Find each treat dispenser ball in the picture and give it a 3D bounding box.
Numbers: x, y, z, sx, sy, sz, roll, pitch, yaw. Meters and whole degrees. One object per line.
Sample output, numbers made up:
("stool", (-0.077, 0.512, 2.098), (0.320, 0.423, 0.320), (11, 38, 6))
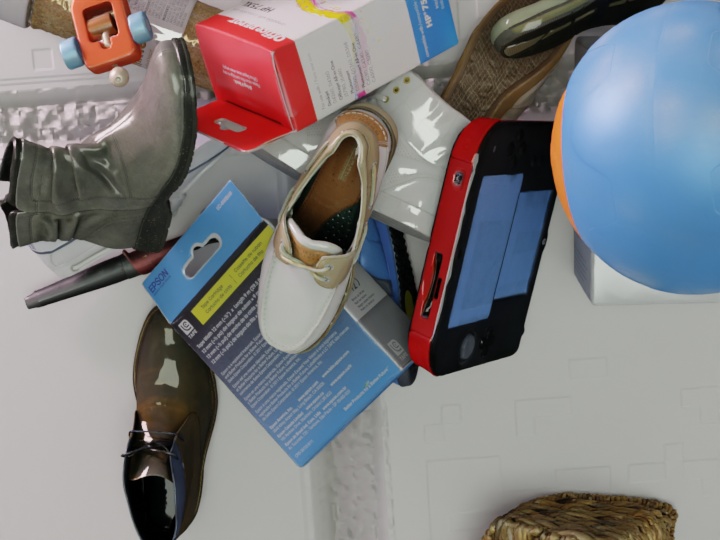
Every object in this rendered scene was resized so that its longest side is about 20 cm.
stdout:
("treat dispenser ball", (0.232, -0.085, 1.124), (0.198, 0.201, 0.204), (0, 102, 0))

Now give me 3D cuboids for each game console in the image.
("game console", (0.107, -0.021, 1.269), (0.031, 0.176, 0.203), (21, 104, 31))

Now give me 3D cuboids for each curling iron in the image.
("curling iron", (-0.186, -0.011, 1.329), (0.198, 0.050, 0.026), (-20, 69, 8))

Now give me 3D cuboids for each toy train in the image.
("toy train", (-0.139, -0.228, 1.212), (0.198, 0.056, 0.152), (-23, 80, 6))

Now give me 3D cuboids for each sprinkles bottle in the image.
("sprinkles bottle", (-0.185, -0.199, 1.273), (0.198, 0.068, 0.069), (19, 102, -5))

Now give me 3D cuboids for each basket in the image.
("basket", (0.175, 0.295, 1.386), (0.141, 0.148, 0.203), (11, 104, 31))

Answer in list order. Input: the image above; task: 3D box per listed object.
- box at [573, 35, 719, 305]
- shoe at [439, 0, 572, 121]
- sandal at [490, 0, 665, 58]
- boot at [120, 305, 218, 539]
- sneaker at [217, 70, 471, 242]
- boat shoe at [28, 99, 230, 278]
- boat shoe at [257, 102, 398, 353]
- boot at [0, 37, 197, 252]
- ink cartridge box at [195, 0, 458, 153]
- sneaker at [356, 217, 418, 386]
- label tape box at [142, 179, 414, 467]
("box", (0.249, -0.083, 1.282), (0.150, 0.106, 0.203), (-1, 102, 0))
("shoe", (0.106, -0.151, 1.295), (0.070, 0.053, 0.201), (37, 87, 6))
("sandal", (0.183, -0.223, 1.243), (0.199, 0.080, 0.058), (-22, 73, -22))
("boot", (-0.157, 0.133, 1.330), (0.074, 0.097, 0.203), (0, 103, -1))
("sneaker", (-0.006, -0.114, 1.249), (0.198, 0.074, 0.117), (26, 87, 7))
("boat shoe", (-0.178, -0.066, 1.309), (0.198, 0.074, 0.066), (-29, 131, 1))
("boat shoe", (-0.034, -0.025, 1.189), (0.074, 0.068, 0.202), (21, 109, 8))
("boot", (-0.196, -0.085, 1.186), (0.129, 0.068, 0.201), (1, 135, -21))
("ink cartridge box", (-0.041, -0.169, 1.211), (0.199, 0.116, 0.068), (-31, 122, -25))
("sneaker", (0.000, 0.000, 1.324), (0.077, 0.066, 0.203), (-10, 102, 14))
("label tape box", (-0.062, 0.036, 1.297), (0.200, 0.066, 0.143), (48, 123, 5))
